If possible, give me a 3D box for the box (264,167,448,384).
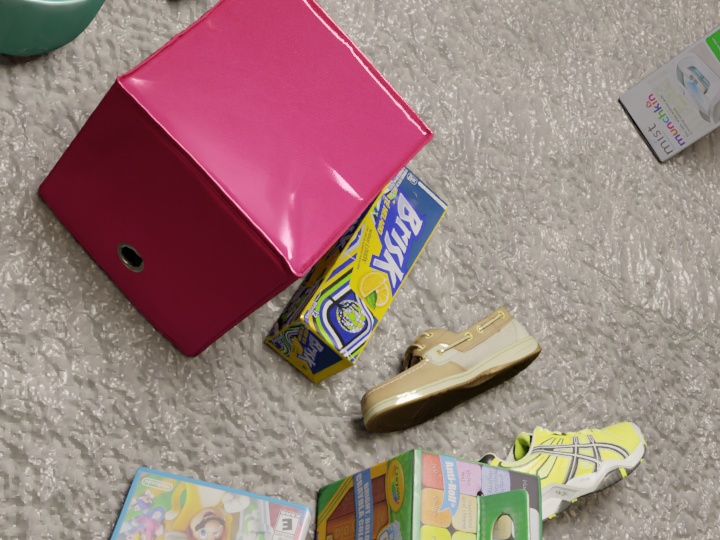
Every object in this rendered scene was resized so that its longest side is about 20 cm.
[{"bbox_3d":[0.000,0.000,1.112,0.064,0.070,0.201,41,55,-13],"label":"box"}]

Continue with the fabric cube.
[{"bbox_3d":[-0.102,-0.084,1.007,0.196,0.199,0.200,48,54,-6],"label":"fabric cube"}]

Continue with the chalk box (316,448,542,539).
[{"bbox_3d":[0.061,0.218,0.974,0.123,0.200,0.126,16,62,-25],"label":"chalk box"}]

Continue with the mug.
[{"bbox_3d":[-0.269,-0.260,1.033,0.184,0.114,0.153,-25,83,-37],"label":"mug"}]

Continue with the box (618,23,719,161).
[{"bbox_3d":[0.422,-0.229,1.401,0.199,0.176,0.097,-33,89,-36],"label":"box"}]

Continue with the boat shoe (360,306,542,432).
[{"bbox_3d":[0.073,0.086,1.126,0.199,0.074,0.067,-18,67,-37],"label":"boat shoe"}]

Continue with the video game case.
[{"bbox_3d":[-0.130,0.251,0.911,0.142,0.018,0.201,11,59,11],"label":"video game case"}]

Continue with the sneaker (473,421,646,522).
[{"bbox_3d":[0.186,0.173,1.149,0.199,0.075,0.077,-20,81,-37],"label":"sneaker"}]
